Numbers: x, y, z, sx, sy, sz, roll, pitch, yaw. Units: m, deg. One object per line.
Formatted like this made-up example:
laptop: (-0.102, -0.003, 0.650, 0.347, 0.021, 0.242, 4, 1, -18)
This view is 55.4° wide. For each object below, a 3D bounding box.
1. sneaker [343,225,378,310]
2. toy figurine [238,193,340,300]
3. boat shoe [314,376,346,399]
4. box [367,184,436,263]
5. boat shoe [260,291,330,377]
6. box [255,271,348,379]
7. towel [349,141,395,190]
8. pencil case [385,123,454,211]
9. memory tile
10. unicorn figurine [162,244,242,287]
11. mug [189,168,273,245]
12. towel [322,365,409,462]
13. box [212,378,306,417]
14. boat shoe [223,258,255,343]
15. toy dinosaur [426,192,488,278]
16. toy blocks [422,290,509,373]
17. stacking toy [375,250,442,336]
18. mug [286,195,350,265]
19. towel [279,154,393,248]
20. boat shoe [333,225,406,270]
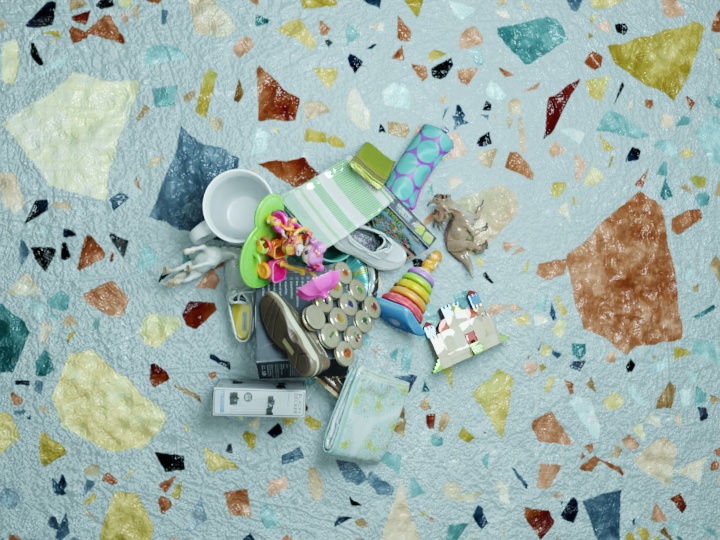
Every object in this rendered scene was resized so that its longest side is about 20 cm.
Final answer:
sneaker: (0.000, 0.000, 1.547, 0.078, 0.077, 0.204, -5, 84, 8)
toy figurine: (-0.119, -0.027, 1.333, 0.182, 0.149, 0.203, 24, 118, 29)
boat shoe: (-0.073, 0.224, 1.533, 0.199, 0.070, 0.071, 41, 86, -5)
box: (0.067, -0.113, 1.523, 0.200, 0.110, 0.035, 45, 60, -5)
boat shoe: (-0.129, 0.126, 1.367, 0.075, 0.074, 0.204, -51, 59, 32)
box: (-0.125, 0.116, 1.466, 0.193, 0.124, 0.203, -1, 65, -5)
towel: (0.029, -0.232, 1.480, 0.086, 0.200, 0.018, 40, 114, -7)
pencil case: (0.131, -0.230, 1.542, 0.092, 0.085, 0.201, 33, 88, 9)
memory tile: (-0.034, 0.085, 1.406, 0.154, 0.017, 0.201, 50, 41, -16)
unicorn figurine: (-0.328, -0.016, 1.458, 0.198, 0.137, 0.075, -9, 92, 38)
mug: (-0.271, -0.114, 1.451, 0.198, 0.175, 0.149, -31, 91, -5)
towel: (0.016, 0.321, 1.520, 0.170, 0.048, 0.203, 23, 89, -38)
box: (-0.217, 0.277, 1.496, 0.196, 0.117, 0.061, 2, 91, -7)
boat shoe: (-0.264, 0.059, 1.501, 0.073, 0.086, 0.206, -1, 91, -6)
toy dinosaur: (0.219, -0.087, 1.561, 0.133, 0.086, 0.203, -3, 108, 4)
toy blocks: (0.224, 0.132, 1.565, 0.198, 0.100, 0.138, -24, 82, -6)
stacking toy: (0.127, 0.034, 1.546, 0.201, 0.109, 0.116, -57, 139, -18)
mug: (-0.085, -0.093, 1.500, 0.184, 0.114, 0.154, -32, 103, -38)
towel: (-0.049, -0.145, 1.413, 0.199, 0.023, 0.153, -33, 72, -23)
boat shoe: (0.032, -0.055, 1.470, 0.198, 0.068, 0.073, 27, 68, -32)
